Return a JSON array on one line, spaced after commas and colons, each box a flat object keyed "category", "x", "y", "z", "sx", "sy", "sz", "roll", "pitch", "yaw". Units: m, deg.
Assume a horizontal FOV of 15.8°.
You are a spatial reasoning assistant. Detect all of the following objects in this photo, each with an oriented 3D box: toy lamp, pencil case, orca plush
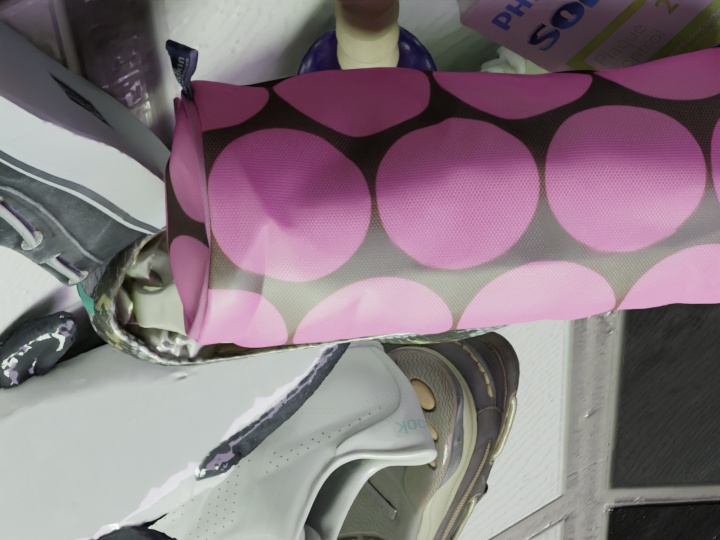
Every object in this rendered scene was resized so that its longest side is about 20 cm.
[{"category": "toy lamp", "x": 0.000, "y": -0.097, "z": 0.816, "sx": 0.058, "sy": 0.058, "sz": 0.200, "roll": -31, "pitch": 163, "yaw": -12}, {"category": "pencil case", "x": 0.039, "y": -0.030, "z": 0.809, "sx": 0.200, "sy": 0.094, "sz": 0.091, "roll": -2, "pitch": 116, "yaw": -8}, {"category": "orca plush", "x": -0.085, "y": 0.042, "z": 0.980, "sx": 0.200, "sy": 0.071, "sz": 0.105, "roll": -43, "pitch": 107, "yaw": 1}]

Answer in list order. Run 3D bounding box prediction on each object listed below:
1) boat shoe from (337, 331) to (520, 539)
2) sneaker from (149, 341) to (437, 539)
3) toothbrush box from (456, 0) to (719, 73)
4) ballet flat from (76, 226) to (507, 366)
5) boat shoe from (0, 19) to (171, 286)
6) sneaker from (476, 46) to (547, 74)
[{"category": "boat shoe", "x": 0.024, "y": 0.100, "z": 1.150, "sx": 0.073, "sy": 0.075, "sz": 0.200, "roll": -24, "pitch": 156, "yaw": -36}, {"category": "sneaker", "x": -0.058, "y": 0.108, "z": 1.053, "sx": 0.200, "sy": 0.089, "sz": 0.075, "roll": -41, "pitch": 153, "yaw": 7}, {"category": "toothbrush box", "x": 0.145, "y": -0.113, "z": 0.866, "sx": 0.200, "sy": 0.086, "sz": 0.146, "roll": 27, "pitch": 125, "yaw": -31}, {"category": "ballet flat", "x": 0.000, "y": 0.000, "z": 0.897, "sx": 0.200, "sy": 0.072, "sz": 0.072, "roll": -7, "pitch": 149, "yaw": 2}, {"category": "boat shoe", "x": -0.121, "y": -0.039, "z": 0.791, "sx": 0.068, "sy": 0.072, "sz": 0.200, "roll": -43, "pitch": 159, "yaw": 6}, {"category": "sneaker", "x": 0.068, "y": -0.071, "z": 0.974, "sx": 0.200, "sy": 0.070, "sz": 0.094, "roll": -6, "pitch": 106, "yaw": -24}]
